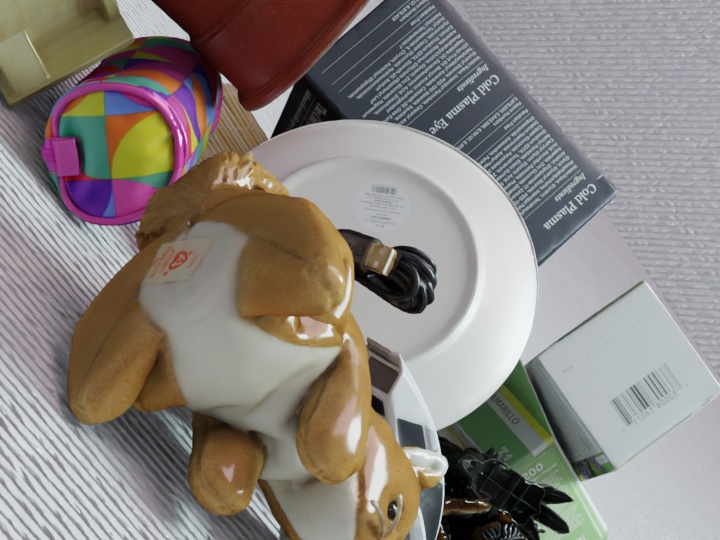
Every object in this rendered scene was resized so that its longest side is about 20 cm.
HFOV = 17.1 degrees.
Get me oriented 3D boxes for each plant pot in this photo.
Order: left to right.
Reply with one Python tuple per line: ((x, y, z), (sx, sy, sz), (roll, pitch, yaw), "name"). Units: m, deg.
((-0.080, -0.228, 1.352), (0.195, 0.201, 0.201), (37, 14, -15), "plant pot")

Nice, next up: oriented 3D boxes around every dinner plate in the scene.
((0.000, 0.000, 1.322), (0.200, 0.200, 0.024), (55, -19, 21), "dinner plate")

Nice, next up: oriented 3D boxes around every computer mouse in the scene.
((0.008, 0.068, 1.247), (0.110, 0.044, 0.200), (11, -63, 43), "computer mouse")

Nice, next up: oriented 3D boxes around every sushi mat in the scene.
((-0.088, -0.071, 1.504), (0.096, 0.012, 0.200), (4, 32, -28), "sushi mat")

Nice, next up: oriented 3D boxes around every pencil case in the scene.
((-0.128, -0.082, 1.358), (0.088, 0.088, 0.200), (50, 9, -8), "pencil case")

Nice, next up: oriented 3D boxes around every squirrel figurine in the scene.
((-0.036, 0.049, 1.159), (0.187, 0.141, 0.200), (52, 11, -31), "squirrel figurine")

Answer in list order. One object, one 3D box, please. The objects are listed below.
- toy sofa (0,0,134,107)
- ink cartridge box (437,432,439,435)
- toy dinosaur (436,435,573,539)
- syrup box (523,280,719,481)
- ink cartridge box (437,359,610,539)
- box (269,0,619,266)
((-0.183, -0.172, 1.246), (0.098, 0.083, 0.200), (58, -7, 15), "toy sofa")
((-0.025, 0.011, 1.568), (0.200, 0.043, 0.198), (55, 12, 24), "ink cartridge box")
((0.041, 0.137, 1.372), (0.200, 0.102, 0.136), (28, 3, -20), "toy dinosaur")
((0.144, 0.071, 1.429), (0.081, 0.079, 0.200), (55, -7, 5), "syrup box")
((0.069, 0.073, 1.440), (0.146, 0.048, 0.200), (48, -9, 49), "ink cartridge box")
((0.044, -0.062, 1.512), (0.182, 0.104, 0.200), (47, -14, 3), "box")
